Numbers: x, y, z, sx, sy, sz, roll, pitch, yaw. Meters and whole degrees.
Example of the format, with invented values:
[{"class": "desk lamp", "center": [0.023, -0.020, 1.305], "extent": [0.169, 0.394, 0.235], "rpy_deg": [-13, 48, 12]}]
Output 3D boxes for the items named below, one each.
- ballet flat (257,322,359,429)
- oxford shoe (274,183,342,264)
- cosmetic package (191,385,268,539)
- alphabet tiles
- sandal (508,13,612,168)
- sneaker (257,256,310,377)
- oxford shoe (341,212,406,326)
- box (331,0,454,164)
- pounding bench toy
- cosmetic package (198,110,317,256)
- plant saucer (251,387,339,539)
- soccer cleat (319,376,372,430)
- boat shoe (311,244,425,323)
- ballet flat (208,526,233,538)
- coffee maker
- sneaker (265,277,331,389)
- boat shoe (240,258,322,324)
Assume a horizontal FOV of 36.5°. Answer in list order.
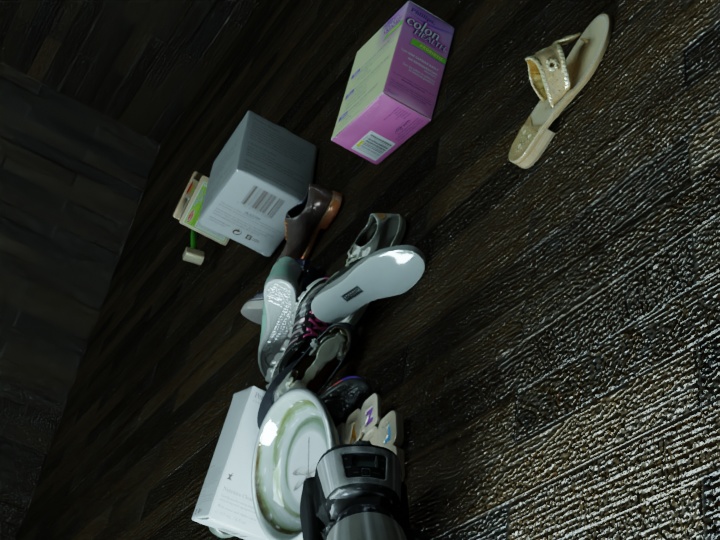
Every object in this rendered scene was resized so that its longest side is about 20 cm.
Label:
[{"class": "ballet flat", "center": [-0.075, 0.149, 1.542], "extent": [0.200, 0.073, 0.073], "rpy_deg": [-48, 17, -12]}, {"class": "oxford shoe", "center": [-0.113, -0.073, 1.973], "extent": [0.200, 0.073, 0.071], "rpy_deg": [-56, 21, 21]}, {"class": "cosmetic package", "center": [-0.153, 0.281, 1.578], "extent": [0.081, 0.113, 0.201], "rpy_deg": [-26, 44, 60]}, {"class": "alphabet tiles", "center": [-0.005, 0.260, 1.359], "extent": [0.200, 0.015, 0.196], "rpy_deg": [-46, 31, 39]}, {"class": "sandal", "center": [0.225, -0.231, 1.327], "extent": [0.212, 0.070, 0.078], "rpy_deg": [-61, 20, 7]}, {"class": "sneaker", "center": [-0.119, 0.077, 1.765], "extent": [0.118, 0.074, 0.201], "rpy_deg": [-77, -7, -63]}, {"class": "oxford shoe", "center": [0.000, 0.000, 1.625], "extent": [0.200, 0.058, 0.075], "rpy_deg": [-64, 23, 5]}, {"class": "box", "center": [0.053, -0.309, 1.819], "extent": [0.176, 0.097, 0.200], "rpy_deg": [-35, 35, 54]}, {"class": "pounding bench toy", "center": [-0.379, -0.119, 2.623], "extent": [0.200, 0.124, 0.156], "rpy_deg": [-63, 20, 1]}, {"class": "cosmetic package", "center": [-0.201, -0.173, 2.182], "extent": [0.166, 0.167, 0.200], "rpy_deg": [-49, 24, 37]}, {"class": "plant saucer", "center": [-0.073, 0.253, 1.405], "extent": [0.200, 0.050, 0.201], "rpy_deg": [-24, 60, 51]}, {"class": "soccer cleat", "center": [-0.051, 0.201, 1.491], "extent": [0.200, 0.068, 0.073], "rpy_deg": [-54, 18, 31]}, {"class": "boat shoe", "center": [0.011, 0.006, 1.538], "extent": [0.200, 0.071, 0.064], "rpy_deg": [-27, 25, 34]}, {"class": "ballet flat", "center": [-0.190, 0.316, 1.695], "extent": [0.064, 0.067, 0.200], "rpy_deg": [-39, 31, 63]}, {"class": "coffee maker", "center": [-0.010, 0.312, 1.147], "extent": [0.192, 0.134, 0.200], "rpy_deg": [-55, 21, 24]}, {"class": "sneaker", "center": [-0.073, 0.107, 1.658], "extent": [0.087, 0.074, 0.200], "rpy_deg": [15, 77, 63]}, {"class": "boat shoe", "center": [-0.133, 0.039, 1.903], "extent": [0.200, 0.075, 0.093], "rpy_deg": [-14, 47, 54]}]
